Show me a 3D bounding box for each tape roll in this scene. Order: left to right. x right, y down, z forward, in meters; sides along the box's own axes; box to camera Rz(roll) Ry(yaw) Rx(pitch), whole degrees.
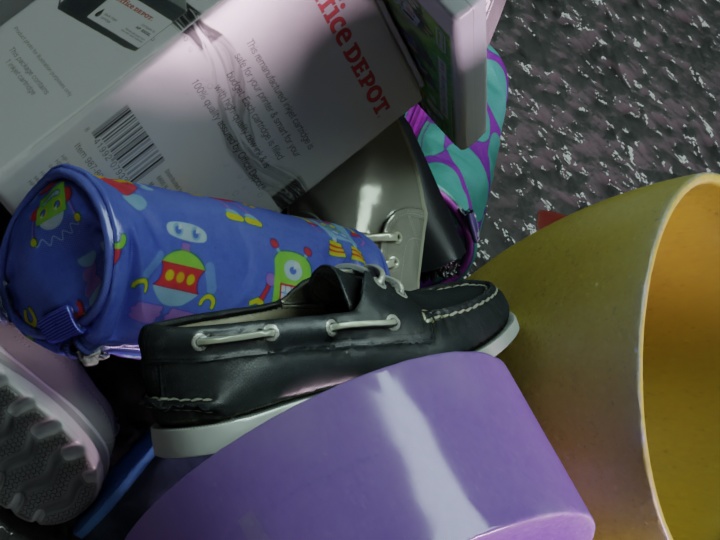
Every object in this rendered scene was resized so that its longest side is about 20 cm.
[{"bbox_3d":[-0.002,0.125,0.980,0.199,0.200,0.085,-4,57,-50],"label":"tape roll"}]

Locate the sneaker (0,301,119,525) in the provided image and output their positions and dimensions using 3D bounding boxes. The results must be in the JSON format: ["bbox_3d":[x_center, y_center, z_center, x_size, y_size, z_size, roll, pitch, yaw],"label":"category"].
[{"bbox_3d":[-0.188,0.027,1.011,0.200,0.075,0.082,51,19,-7],"label":"sneaker"}]

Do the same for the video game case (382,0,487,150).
[{"bbox_3d":[-0.004,-0.156,1.079,0.182,0.022,0.200,49,-6,13],"label":"video game case"}]

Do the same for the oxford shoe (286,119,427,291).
[{"bbox_3d":[0.000,0.000,1.153,0.075,0.201,0.058,-3,7,-2],"label":"oxford shoe"}]

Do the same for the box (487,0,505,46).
[{"bbox_3d":[-0.016,-0.208,1.376,0.158,0.049,0.200,10,26,-24],"label":"box"}]

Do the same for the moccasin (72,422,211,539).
[{"bbox_3d":[-0.064,0.089,1.061,0.068,0.080,0.200,49,33,-2],"label":"moccasin"}]

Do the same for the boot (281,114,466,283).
[{"bbox_3d":[-0.053,-0.045,1.205,0.076,0.199,0.169,-165,-121,-78],"label":"boot"}]

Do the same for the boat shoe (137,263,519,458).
[{"bbox_3d":[-0.010,0.027,0.981,0.199,0.075,0.061,-19,103,-41],"label":"boat shoe"}]

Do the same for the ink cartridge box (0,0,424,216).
[{"bbox_3d":[-0.085,-0.085,1.064,0.084,0.200,0.145,48,-7,37],"label":"ink cartridge box"}]

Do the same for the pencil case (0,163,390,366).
[{"bbox_3d":[-0.074,0.007,1.022,0.199,0.078,0.087,10,74,-47],"label":"pencil case"}]

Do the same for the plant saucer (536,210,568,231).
[{"bbox_3d":[0.165,0.079,1.301,0.200,0.037,0.200,54,22,-23],"label":"plant saucer"}]

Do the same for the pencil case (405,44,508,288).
[{"bbox_3d":[0.040,-0.069,1.343,0.200,0.085,0.093,-75,158,-55],"label":"pencil case"}]

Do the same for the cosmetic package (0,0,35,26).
[{"bbox_3d":[-0.159,-0.163,1.103,0.081,0.200,0.113,-6,54,-53],"label":"cosmetic package"}]

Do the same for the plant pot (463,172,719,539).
[{"bbox_3d":[0.114,0.056,1.106,0.200,0.141,0.201,9,79,-60],"label":"plant pot"}]
